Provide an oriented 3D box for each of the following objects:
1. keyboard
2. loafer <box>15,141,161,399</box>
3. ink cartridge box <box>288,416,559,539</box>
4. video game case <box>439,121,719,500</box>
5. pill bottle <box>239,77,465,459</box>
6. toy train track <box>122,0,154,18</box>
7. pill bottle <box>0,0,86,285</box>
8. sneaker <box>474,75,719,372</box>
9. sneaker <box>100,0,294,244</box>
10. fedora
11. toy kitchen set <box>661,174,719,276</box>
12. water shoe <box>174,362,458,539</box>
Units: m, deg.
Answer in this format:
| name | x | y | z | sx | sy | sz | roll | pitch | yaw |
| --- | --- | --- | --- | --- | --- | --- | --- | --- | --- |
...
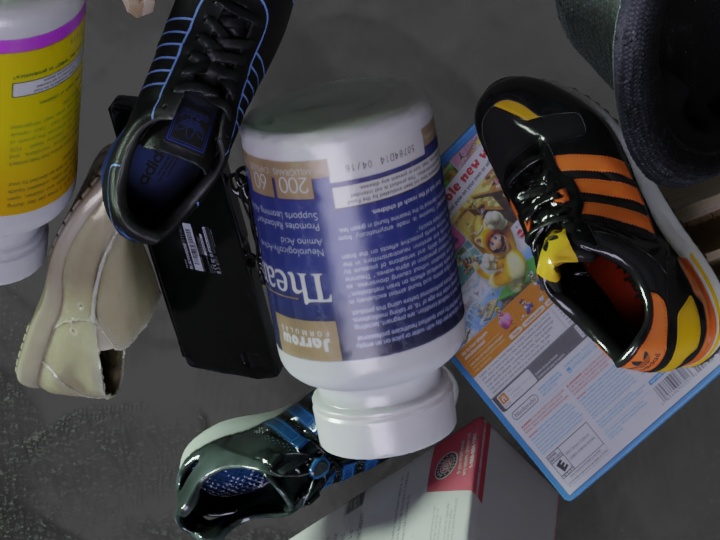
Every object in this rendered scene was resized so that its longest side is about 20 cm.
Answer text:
| name | x | y | z | sx | sy | sz | roll | pitch | yaw |
| --- | --- | --- | --- | --- | --- | --- | --- | --- | --- |
| keyboard | -0.080 | -0.022 | 1.792 | 0.104 | 0.040 | 0.201 | 11 | 132 | 31 |
| loafer | -0.151 | 0.003 | 1.788 | 0.068 | 0.076 | 0.200 | 23 | 136 | -1 |
| ink cartridge box | 0.022 | 0.205 | 1.866 | 0.200 | 0.146 | 0.085 | -33 | 117 | 29 |
| video game case | 0.105 | 0.016 | 1.734 | 0.200 | 0.018 | 0.143 | 51 | 123 | 7 |
| pill bottle | 0.000 | 0.000 | 1.708 | 0.110 | 0.111 | 0.201 | -5 | 109 | 13 |
| toy train track | -0.122 | -0.188 | 1.605 | 0.032 | 0.115 | 0.200 | -21 | 162 | -15 |
| pill bottle | -0.211 | -0.091 | 1.707 | 0.104 | 0.104 | 0.201 | 9 | 127 | 2 |
| sneaker | 0.118 | -0.028 | 1.636 | 0.070 | 0.090 | 0.200 | -48 | 68 | 32 |
| sneaker | -0.084 | -0.105 | 1.657 | 0.070 | 0.078 | 0.201 | 21 | 104 | -16 |
| fedora | 0.167 | -0.146 | 1.601 | 0.091 | 0.200 | 0.201 | 28 | 136 | 34 |
| toy kitchen set | 0.259 | 0.043 | 1.673 | 0.180 | 0.200 | 0.164 | -20 | 121 | 22 |
| water shoe | -0.026 | 0.116 | 1.848 | 0.199 | 0.079 | 0.072 | -26 | 119 | 25 |
